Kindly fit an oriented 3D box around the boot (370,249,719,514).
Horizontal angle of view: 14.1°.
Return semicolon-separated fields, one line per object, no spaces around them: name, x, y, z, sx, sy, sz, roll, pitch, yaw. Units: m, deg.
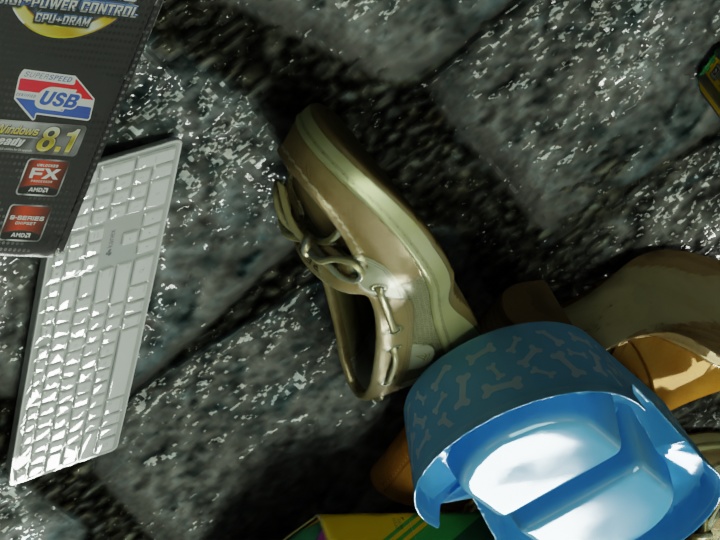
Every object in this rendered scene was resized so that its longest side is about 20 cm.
boot;0.110;0.061;1.434;0.201;0.071;0.144;-1;142;-33

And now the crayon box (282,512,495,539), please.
crayon box;-0.005;0.186;1.460;0.172;0.058;0.200;5;147;-40

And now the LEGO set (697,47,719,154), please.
LEGO set;0.260;-0.060;1.341;0.200;0.116;0.154;-23;145;-13

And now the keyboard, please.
keyboard;-0.115;0.020;1.244;0.056;0.011;0.200;-13;142;-26

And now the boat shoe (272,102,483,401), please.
boat shoe;-0.001;-0.001;1.255;0.063;0.073;0.201;-36;154;-3

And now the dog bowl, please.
dog bowl;0.090;0.084;1.346;0.111;0.050;0.200;-30;147;15

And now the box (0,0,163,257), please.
box;-0.168;-0.084;1.012;0.200;0.044;0.160;3;122;-41

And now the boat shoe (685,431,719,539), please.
boat shoe;0.205;0.134;1.595;0.200;0.063;0.073;1;135;-39
